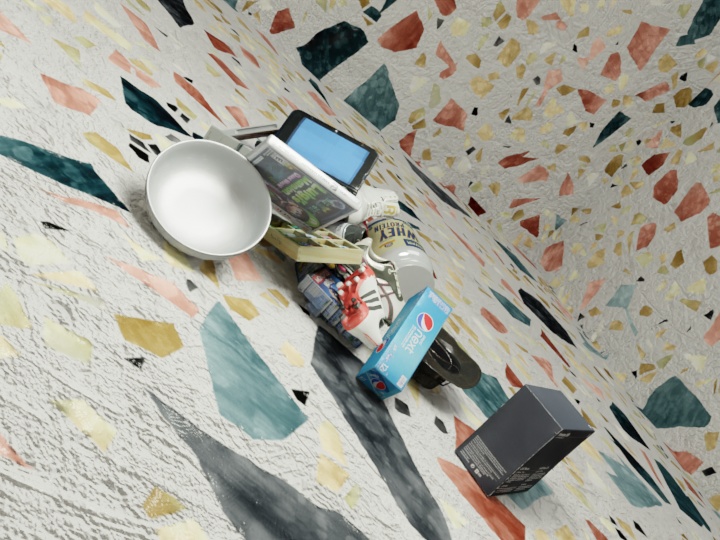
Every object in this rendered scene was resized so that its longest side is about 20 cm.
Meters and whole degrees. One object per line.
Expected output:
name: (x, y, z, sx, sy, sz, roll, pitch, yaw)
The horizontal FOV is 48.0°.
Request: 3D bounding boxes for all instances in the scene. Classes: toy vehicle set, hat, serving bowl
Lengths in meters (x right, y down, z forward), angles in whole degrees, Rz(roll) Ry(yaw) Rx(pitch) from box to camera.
toy vehicle set: (-0.096, -0.053, 1.456, 0.124, 0.027, 0.200, 2, 15, -29)
hat: (0.140, 0.182, 1.577, 0.200, 0.081, 0.201, 32, 21, -14)
serving bowl: (-0.241, -0.101, 1.254, 0.199, 0.066, 0.201, 13, 61, -25)

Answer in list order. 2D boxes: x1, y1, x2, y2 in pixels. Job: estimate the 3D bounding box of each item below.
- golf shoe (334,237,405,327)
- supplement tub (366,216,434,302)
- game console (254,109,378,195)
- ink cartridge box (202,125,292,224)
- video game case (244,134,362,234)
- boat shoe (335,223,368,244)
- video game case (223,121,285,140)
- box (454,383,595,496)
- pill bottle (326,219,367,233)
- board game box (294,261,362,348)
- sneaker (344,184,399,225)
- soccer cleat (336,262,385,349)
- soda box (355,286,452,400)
golf shoe: (0.045, 0.033, 1.472, 0.200, 0.088, 0.077, 45, 14, -4)
supplement tub: (0.077, -0.015, 1.790, 0.145, 0.145, 0.200, 34, 18, -32)
game console: (-0.078, -0.228, 1.533, 0.199, 0.119, 0.171, 28, 3, 3)
ink cartridge box: (-0.202, -0.180, 1.524, 0.200, 0.083, 0.146, 35, 5, 42)
video game case: (-0.114, -0.134, 1.333, 0.181, 0.023, 0.200, 35, -23, -18)
boat shoe: (0.000, 0.000, 1.555, 0.069, 0.056, 0.201, -56, 141, -43)
video game case: (-0.205, -0.311, 1.795, 0.143, 0.199, 0.018, -25, 109, -74)
box: (0.301, 0.308, 1.467, 0.104, 0.182, 0.200, 53, 17, 29)
pill bottle: (-0.038, -0.064, 1.686, 0.112, 0.112, 0.200, 39, 17, -18)
board game box: (-0.050, 0.046, 1.470, 0.200, 0.062, 0.200, 45, 16, 5)
sneaker: (0.027, -0.134, 1.650, 0.115, 0.074, 0.200, 12, 22, -3)
soccer cleat: (0.006, 0.059, 1.362, 0.085, 0.068, 0.200, 51, 16, -20)
soda box: (0.078, 0.123, 1.388, 0.064, 0.068, 0.200, 43, 54, -7)
